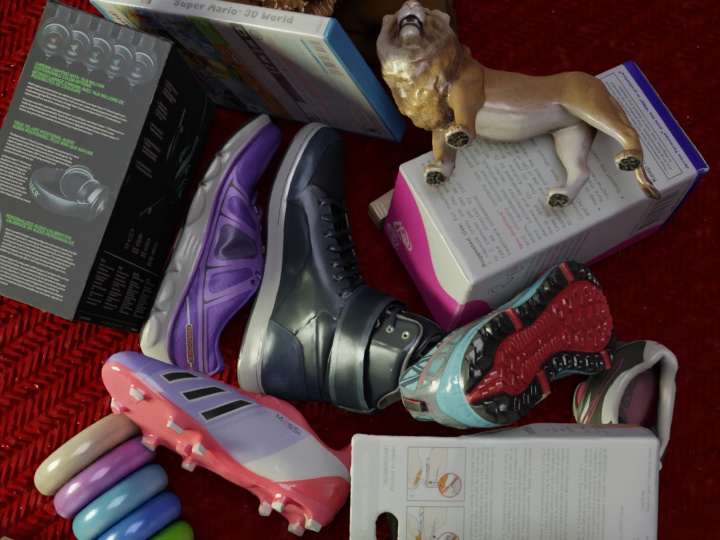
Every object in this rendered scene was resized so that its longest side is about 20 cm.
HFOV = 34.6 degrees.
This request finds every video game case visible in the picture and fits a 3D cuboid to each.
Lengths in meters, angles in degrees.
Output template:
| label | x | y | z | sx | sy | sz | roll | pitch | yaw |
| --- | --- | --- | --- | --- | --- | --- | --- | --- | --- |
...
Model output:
| label | x | y | z | sx | sy | sz | roll | pitch | yaw |
| --- | --- | --- | --- | --- | --- | --- | --- | --- | --- |
| video game case | -0.077 | -0.147 | 0.818 | 0.198 | 0.143 | 0.018 | 15 | 75 | 27 |

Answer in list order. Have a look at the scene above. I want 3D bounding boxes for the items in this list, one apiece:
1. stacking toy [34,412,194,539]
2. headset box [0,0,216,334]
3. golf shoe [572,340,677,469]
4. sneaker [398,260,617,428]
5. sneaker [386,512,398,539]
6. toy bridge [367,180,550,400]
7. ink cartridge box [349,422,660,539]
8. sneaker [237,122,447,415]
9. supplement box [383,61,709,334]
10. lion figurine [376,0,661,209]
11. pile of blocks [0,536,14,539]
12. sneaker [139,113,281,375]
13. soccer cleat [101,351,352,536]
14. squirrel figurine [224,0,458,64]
| label | x | y | z | sx | sy | sz | roll | pitch | yaw |
| --- | --- | --- | --- | --- | --- | --- | --- | --- | --- |
| stacking toy | -0.139 | 0.200 | 0.801 | 0.085 | 0.085 | 0.201 | -35 | 84 | -8 |
| headset box | -0.181 | -0.069 | 0.803 | 0.091 | 0.174 | 0.203 | 19 | 86 | 4 |
| golf shoe | 0.169 | 0.142 | 0.803 | 0.076 | 0.088 | 0.203 | 18 | 78 | -2 |
| sneaker | 0.099 | 0.050 | 0.788 | 0.199 | 0.095 | 0.080 | -18 | 90 | -47 |
| sneaker | 0.058 | 0.242 | 0.797 | 0.071 | 0.082 | 0.204 | -8 | 96 | -34 |
| toy bridge | 0.083 | 0.012 | 0.869 | 0.067 | 0.027 | 0.201 | -31 | 77 | -10 |
| ink cartridge box | 0.090 | 0.183 | 0.742 | 0.196 | 0.050 | 0.165 | 1 | 93 | -1 |
| sneaker | 0.001 | 0.001 | 0.824 | 0.144 | 0.077 | 0.206 | 9 | 87 | 27 |
| supplement box | 0.128 | -0.050 | 0.826 | 0.198 | 0.101 | 0.104 | -26 | 72 | -17 |
| lion figurine | 0.103 | -0.109 | 0.764 | 0.197 | 0.073 | 0.124 | 14 | 48 | -7 |
| pile of blocks | -0.307 | 0.233 | 0.808 | 0.197 | 0.082 | 0.063 | -4 | 119 | 9 |
| sneaker | -0.098 | -0.018 | 0.866 | 0.082 | 0.081 | 0.203 | 21 | 84 | -11 |
| soccer cleat | -0.089 | 0.107 | 0.804 | 0.199 | 0.067 | 0.077 | 37 | 57 | -15 |
| squirrel figurine | -0.029 | -0.219 | 0.846 | 0.184 | 0.200 | 0.144 | -3 | 85 | 13 |
